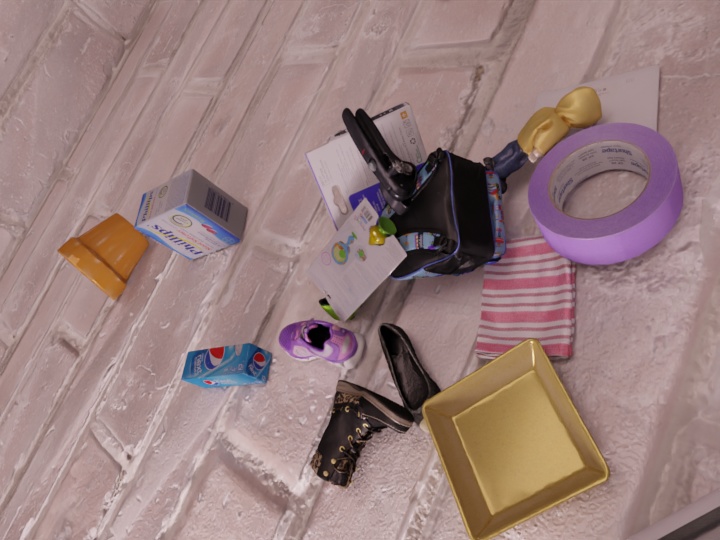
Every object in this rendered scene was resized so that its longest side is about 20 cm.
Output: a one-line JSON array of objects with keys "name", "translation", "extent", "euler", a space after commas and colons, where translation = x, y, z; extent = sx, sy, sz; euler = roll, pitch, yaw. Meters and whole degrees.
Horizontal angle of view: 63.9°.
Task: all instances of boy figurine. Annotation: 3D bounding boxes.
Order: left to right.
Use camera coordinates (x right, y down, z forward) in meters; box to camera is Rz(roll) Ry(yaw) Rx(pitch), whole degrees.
[{"name": "boy figurine", "translation": [0.289, -0.214, 0.923], "extent": [0.199, 0.064, 0.125], "euler": [-37, 18, 24]}]

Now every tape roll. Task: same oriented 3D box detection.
[{"name": "tape roll", "translation": [0.344, -0.111, 0.821], "extent": [0.197, 0.066, 0.203], "euler": [-21, 49, 25]}]

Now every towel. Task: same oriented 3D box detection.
[{"name": "towel", "translation": [0.246, 0.035, 0.863], "extent": [0.144, 0.030, 0.204], "euler": [-7, 61, 37]}]

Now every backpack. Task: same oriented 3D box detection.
[{"name": "backpack", "translation": [0.120, -0.071, 0.938], "extent": [0.199, 0.132, 0.186], "euler": [-30, 58, 53]}]

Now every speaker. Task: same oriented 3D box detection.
[{"name": "speaker", "translation": [0.372, 0.269, 0.585], "extent": [0.199, 0.081, 0.082], "euler": [-38, 47, 16]}]

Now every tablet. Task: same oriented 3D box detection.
[{"name": "tablet", "translation": [0.373, -0.254, 0.933], "extent": [0.197, 0.014, 0.133], "euler": [-4, 64, 40]}]

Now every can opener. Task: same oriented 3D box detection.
[{"name": "can opener", "translation": [0.024, -0.181, 0.901], "extent": [0.079, 0.063, 0.202], "euler": [-48, 63, 39]}]

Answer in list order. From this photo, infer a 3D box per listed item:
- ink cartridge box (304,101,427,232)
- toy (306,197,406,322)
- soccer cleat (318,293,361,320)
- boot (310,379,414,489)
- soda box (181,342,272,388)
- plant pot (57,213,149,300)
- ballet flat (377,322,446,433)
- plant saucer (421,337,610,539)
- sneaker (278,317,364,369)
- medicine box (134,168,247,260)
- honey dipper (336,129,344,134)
[{"name": "ink cartridge box", "translation": [0.026, -0.158, 1.008], "extent": [0.197, 0.201, 0.043], "euler": [-24, 23, -1]}, {"name": "toy", "translation": [-0.002, -0.016, 0.970], "extent": [0.116, 0.047, 0.200], "euler": [53, 133, 14]}, {"name": "soccer cleat", "translation": [0.000, 0.000, 1.056], "extent": [0.067, 0.081, 0.202], "euler": [32, 88, 45]}, {"name": "boot", "translation": [-0.004, 0.263, 0.899], "extent": [0.199, 0.073, 0.153], "euler": [8, 72, 58]}, {"name": "soda box", "translation": [-0.277, 0.198, 1.188], "extent": [0.197, 0.068, 0.065], "euler": [-13, 58, 35]}, {"name": "plant pot", "translation": [-0.706, -0.052, 1.627], "extent": [0.198, 0.201, 0.184], "euler": [20, 63, 45]}, {"name": "ballet flat", "translation": [0.074, 0.169, 0.910], "extent": [0.066, 0.057, 0.201], "euler": [-40, 51, 14]}, {"name": "plant saucer", "translation": [0.201, 0.226, 0.772], "extent": [0.199, 0.048, 0.202], "euler": [-35, 51, 18]}, {"name": "sneaker", "translation": [-0.087, 0.122, 1.056], "extent": [0.198, 0.088, 0.082], "euler": [3, 69, 42]}, {"name": "medicine box", "translation": [-0.411, -0.129, 1.409], "extent": [0.197, 0.181, 0.105], "euler": [-16, 55, 33]}, {"name": "honey dipper", "translation": [0.021, -0.192, 1.064], "extent": [0.037, 0.199, 0.039], "euler": [-20, 54, 31]}]
